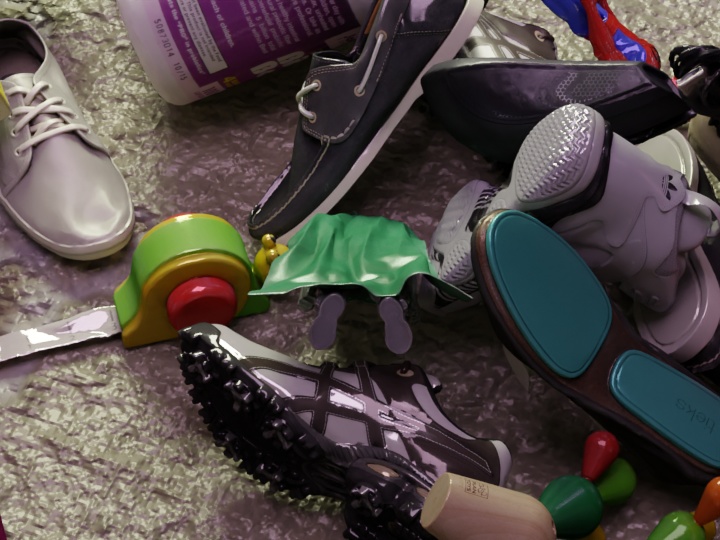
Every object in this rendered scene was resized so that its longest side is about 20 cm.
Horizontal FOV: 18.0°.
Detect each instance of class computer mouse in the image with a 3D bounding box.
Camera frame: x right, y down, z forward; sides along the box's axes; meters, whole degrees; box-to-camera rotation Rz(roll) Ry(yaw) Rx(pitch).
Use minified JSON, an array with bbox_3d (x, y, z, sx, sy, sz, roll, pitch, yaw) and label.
[{"bbox_3d":[0.127,-0.087,1.283,0.199,0.138,0.053,1,82,23],"label":"computer mouse"}]

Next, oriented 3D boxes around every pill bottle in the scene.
[{"bbox_3d":[-0.047,-0.187,1.427,0.199,0.112,0.113,-20,49,8],"label":"pill bottle"}]

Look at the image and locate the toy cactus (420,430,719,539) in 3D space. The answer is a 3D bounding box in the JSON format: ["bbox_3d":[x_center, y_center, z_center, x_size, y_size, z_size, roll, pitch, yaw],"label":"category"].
[{"bbox_3d":[0.112,0.148,1.154,0.164,0.102,0.201,26,42,-15],"label":"toy cactus"}]

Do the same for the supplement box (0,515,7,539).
[{"bbox_3d":[-0.240,0.109,1.154,0.101,0.201,0.104,-17,50,-12],"label":"supplement box"}]

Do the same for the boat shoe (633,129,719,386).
[{"bbox_3d":[0.193,-0.008,1.329,0.060,0.074,0.200,33,26,-25],"label":"boat shoe"}]

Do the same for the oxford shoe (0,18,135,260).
[{"bbox_3d":[-0.199,-0.084,1.414,0.075,0.058,0.200,-19,53,-17],"label":"oxford shoe"}]

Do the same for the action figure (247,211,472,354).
[{"bbox_3d":[0.000,0.000,1.282,0.117,0.055,0.200,5,14,-1],"label":"action figure"}]

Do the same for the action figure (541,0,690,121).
[{"bbox_3d":[0.139,-0.166,1.434,0.200,0.065,0.052,46,105,0],"label":"action figure"}]

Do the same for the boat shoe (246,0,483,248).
[{"bbox_3d":[-0.010,-0.101,1.366,0.200,0.067,0.072,-53,17,3],"label":"boat shoe"}]

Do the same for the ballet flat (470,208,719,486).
[{"bbox_3d":[0.121,0.050,1.228,0.200,0.068,0.068,44,60,-10],"label":"ballet flat"}]

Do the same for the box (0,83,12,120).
[{"bbox_3d":[-0.341,-0.134,1.400,0.199,0.097,0.176,-28,52,2],"label":"box"}]

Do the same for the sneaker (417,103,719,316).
[{"bbox_3d":[0.115,-0.012,1.281,0.115,0.200,0.075,26,55,-15],"label":"sneaker"}]

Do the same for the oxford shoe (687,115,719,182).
[{"bbox_3d":[0.275,-0.037,1.350,0.071,0.074,0.200,-32,75,-27],"label":"oxford shoe"}]

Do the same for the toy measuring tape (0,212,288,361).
[{"bbox_3d":[-0.135,0.009,1.323,0.199,0.074,0.074,-12,50,-8],"label":"toy measuring tape"}]

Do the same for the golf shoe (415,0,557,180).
[{"bbox_3d":[0.103,-0.113,1.413,0.094,0.078,0.200,-33,57,-24],"label":"golf shoe"}]

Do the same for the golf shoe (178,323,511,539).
[{"bbox_3d":[-0.009,0.083,1.246,0.200,0.078,0.094,36,57,15],"label":"golf shoe"}]
